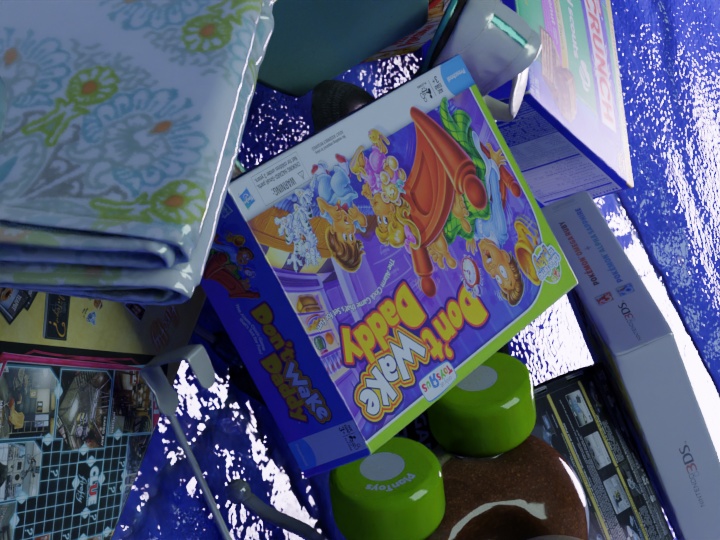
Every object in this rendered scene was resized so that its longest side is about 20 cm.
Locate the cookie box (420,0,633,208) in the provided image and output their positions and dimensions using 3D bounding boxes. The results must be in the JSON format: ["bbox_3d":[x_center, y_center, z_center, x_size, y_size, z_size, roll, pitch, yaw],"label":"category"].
[{"bbox_3d":[0.111,-0.152,1.275,0.200,0.075,0.171,30,51,-59],"label":"cookie box"}]

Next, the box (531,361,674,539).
[{"bbox_3d":[0.134,0.163,1.104,0.161,0.049,0.200,-14,81,-63],"label":"box"}]

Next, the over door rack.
[{"bbox_3d":[-0.045,0.090,0.932,0.148,0.067,0.200,-45,131,-48],"label":"over door rack"}]

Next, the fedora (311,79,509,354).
[{"bbox_3d":[0.000,0.000,1.031,0.201,0.092,0.201,54,19,-27],"label":"fedora"}]

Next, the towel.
[{"bbox_3d":[-0.133,-0.075,0.822,0.048,0.171,0.200,83,15,-53],"label":"towel"}]

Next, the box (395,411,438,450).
[{"bbox_3d":[0.095,0.168,1.136,0.198,0.050,0.200,14,59,-52],"label":"box"}]

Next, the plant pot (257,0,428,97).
[{"bbox_3d":[-0.051,-0.192,0.995,0.200,0.141,0.141,52,11,-54],"label":"plant pot"}]

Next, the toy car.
[{"bbox_3d":[0.102,0.159,0.907,0.158,0.200,0.164,-39,133,-39],"label":"toy car"}]

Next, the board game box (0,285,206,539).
[{"bbox_3d":[-0.145,0.036,0.856,0.135,0.035,0.200,47,45,-33],"label":"board game box"}]

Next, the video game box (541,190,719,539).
[{"bbox_3d":[0.184,0.073,1.229,0.182,0.047,0.200,-106,172,-57],"label":"video game box"}]

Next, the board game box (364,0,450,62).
[{"bbox_3d":[0.027,-0.220,1.107,0.046,0.200,0.152,-14,86,-19],"label":"board game box"}]

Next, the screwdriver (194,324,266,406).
[{"bbox_3d":[-0.085,0.027,0.970,0.200,0.029,0.028,42,44,-40],"label":"screwdriver"}]

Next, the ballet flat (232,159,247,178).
[{"bbox_3d":[-0.109,-0.061,0.955,0.067,0.068,0.200,-38,103,-35],"label":"ballet flat"}]

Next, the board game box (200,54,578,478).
[{"bbox_3d":[0.012,-0.008,0.900,0.200,0.045,0.135,-35,99,-49],"label":"board game box"}]

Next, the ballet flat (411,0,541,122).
[{"bbox_3d":[0.056,-0.097,1.099,0.069,0.200,0.069,4,70,-11],"label":"ballet flat"}]

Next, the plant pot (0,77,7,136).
[{"bbox_3d":[-0.243,-0.032,0.623,0.161,0.201,0.201,37,46,-25],"label":"plant pot"}]
